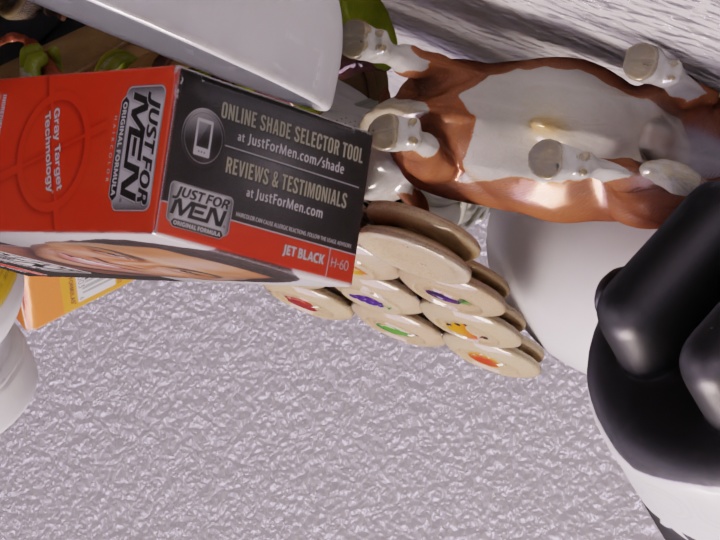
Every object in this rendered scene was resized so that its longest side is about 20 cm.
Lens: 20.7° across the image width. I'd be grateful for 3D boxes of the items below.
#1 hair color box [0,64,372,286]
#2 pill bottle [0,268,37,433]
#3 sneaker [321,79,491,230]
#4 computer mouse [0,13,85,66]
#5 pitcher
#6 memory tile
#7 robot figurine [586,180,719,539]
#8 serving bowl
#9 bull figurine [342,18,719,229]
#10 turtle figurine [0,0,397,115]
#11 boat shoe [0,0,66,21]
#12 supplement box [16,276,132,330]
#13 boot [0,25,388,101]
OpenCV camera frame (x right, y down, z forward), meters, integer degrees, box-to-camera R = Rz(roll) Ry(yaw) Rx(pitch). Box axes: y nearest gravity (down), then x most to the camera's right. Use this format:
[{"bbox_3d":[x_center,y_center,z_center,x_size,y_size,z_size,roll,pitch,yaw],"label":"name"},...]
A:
[{"bbox_3d":[-0.102,-0.033,0.752,0.199,0.062,0.101,1,170,45],"label":"hair color box"},{"bbox_3d":[-0.217,-0.014,0.880,0.112,0.112,0.201,23,143,43],"label":"pill bottle"},{"bbox_3d":[0.034,-0.038,0.952,0.198,0.078,0.100,-4,-135,-24],"label":"sneaker"},{"bbox_3d":[-0.175,-0.122,1.077,0.137,0.201,0.053,25,147,1],"label":"computer mouse"},{"bbox_3d":[0.161,0.022,0.901,0.199,0.173,0.121,19,-136,42],"label":"pitcher"},{"bbox_3d":[0.000,0.000,0.873,0.152,0.017,0.200,17,166,21],"label":"memory tile"},{"bbox_3d":[0.159,0.056,0.733,0.124,0.151,0.200,-19,136,17],"label":"robot figurine"},{"bbox_3d":[-0.092,-0.121,0.670,0.198,0.066,0.200,21,-179,-1],"label":"serving bowl"},{"bbox_3d":[0.057,-0.053,0.766,0.198,0.066,0.121,3,173,26],"label":"bull figurine"},{"bbox_3d":[-0.074,-0.083,0.856,0.160,0.065,0.199,-3,-172,41],"label":"turtle figurine"},{"bbox_3d":[-0.143,-0.144,0.857,0.072,0.073,0.199,24,-177,39],"label":"boat shoe"},{"bbox_3d":[-0.108,-0.048,1.045,0.199,0.069,0.067,-26,-129,-27],"label":"supplement box"},{"bbox_3d":[-0.109,-0.074,0.982,0.174,0.067,0.200,23,-134,38],"label":"boot"}]
